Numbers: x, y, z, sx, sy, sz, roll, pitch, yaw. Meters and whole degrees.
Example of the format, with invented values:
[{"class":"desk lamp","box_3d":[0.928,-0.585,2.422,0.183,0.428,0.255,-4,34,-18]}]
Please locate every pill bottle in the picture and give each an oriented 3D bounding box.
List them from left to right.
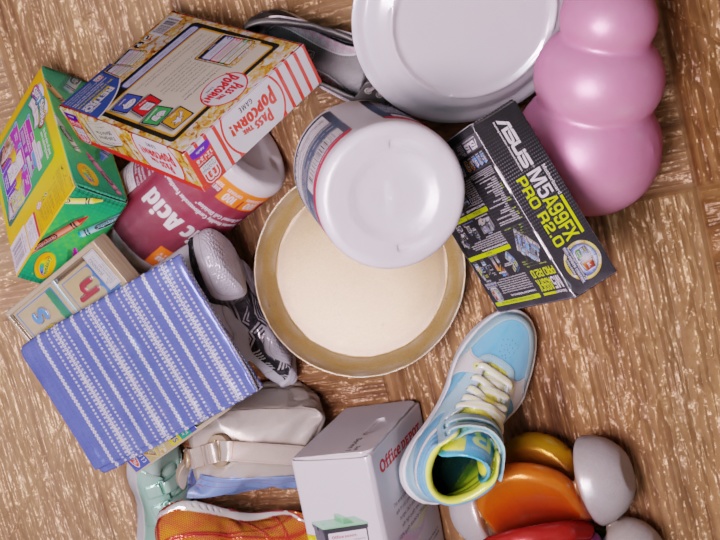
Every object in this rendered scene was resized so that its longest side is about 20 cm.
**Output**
[{"class":"pill bottle","box_3d":[-0.179,-0.068,1.229,0.200,0.114,0.114,-37,89,25]},{"class":"pill bottle","box_3d":[0.007,-0.081,1.074,0.119,0.200,0.120,-3,105,-10]}]

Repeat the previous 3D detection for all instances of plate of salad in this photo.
[{"class":"plate of salad","box_3d":[0.088,-0.217,1.052,0.200,0.048,0.200,-8,124,-11]}]

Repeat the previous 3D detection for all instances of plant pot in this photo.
[{"class":"plant pot","box_3d":[0.000,0.000,1.198,0.200,0.027,0.201,0,91,8]}]

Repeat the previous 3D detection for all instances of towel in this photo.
[{"class":"towel","box_3d":[-0.201,0.088,1.154,0.200,0.024,0.145,-28,98,22]}]

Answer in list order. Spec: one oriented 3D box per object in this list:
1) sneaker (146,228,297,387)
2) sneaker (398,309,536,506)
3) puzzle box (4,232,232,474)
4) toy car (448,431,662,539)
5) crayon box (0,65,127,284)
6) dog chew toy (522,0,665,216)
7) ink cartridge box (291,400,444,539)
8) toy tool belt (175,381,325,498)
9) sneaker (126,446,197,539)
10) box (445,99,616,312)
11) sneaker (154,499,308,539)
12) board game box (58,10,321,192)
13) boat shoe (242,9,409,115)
[{"class":"sneaker","box_3d":[-0.144,0.052,1.230,0.115,0.075,0.200,-23,129,12]},{"class":"sneaker","box_3d":[0.111,0.126,1.129,0.079,0.131,0.200,28,85,-6]},{"class":"puzzle box","box_3d":[-0.224,0.080,1.180,0.133,0.025,0.200,-36,96,26]},{"class":"toy car","box_3d":[0.173,0.255,1.158,0.175,0.150,0.200,-20,96,24]},{"class":"crayon box","box_3d":[-0.298,-0.093,1.238,0.119,0.058,0.200,-51,42,25]},{"class":"dog chew toy","box_3d":[0.195,-0.147,1.043,0.124,0.125,0.200,15,122,17]},{"class":"ink cartridge box","box_3d":[0.015,0.243,1.220,0.084,0.145,0.200,-6,102,23]},{"class":"toy tool belt","box_3d":[-0.130,0.187,1.261,0.200,0.125,0.123,-4,106,-3]},{"class":"sneaker","box_3d":[-0.177,0.243,1.332,0.118,0.074,0.201,13,118,25]},{"class":"box","box_3d":[0.124,-0.047,1.079,0.044,0.200,0.160,-32,91,-12]},{"class":"sneaker","box_3d":[-0.111,0.280,1.277,0.073,0.200,0.077,129,143,-55]},{"class":"board game box","box_3d":[-0.156,-0.158,1.137,0.200,0.152,0.046,24,151,43]},{"class":"boat shoe","box_3d":[-0.018,-0.188,1.165,0.200,0.057,0.067,22,111,15]}]
